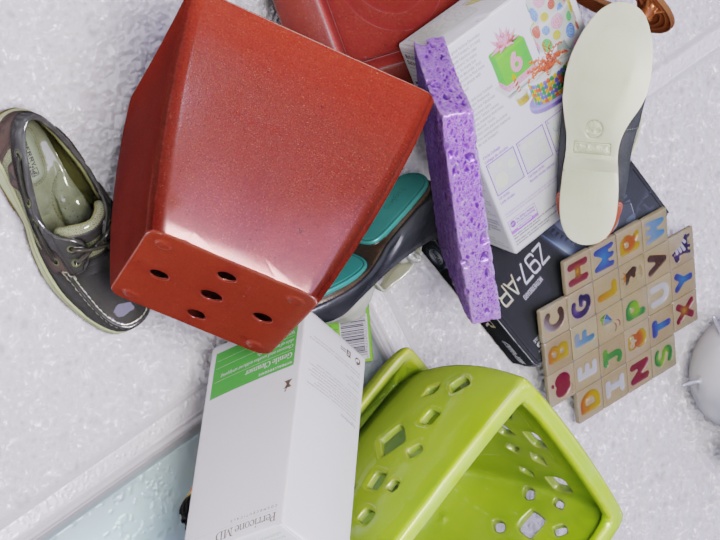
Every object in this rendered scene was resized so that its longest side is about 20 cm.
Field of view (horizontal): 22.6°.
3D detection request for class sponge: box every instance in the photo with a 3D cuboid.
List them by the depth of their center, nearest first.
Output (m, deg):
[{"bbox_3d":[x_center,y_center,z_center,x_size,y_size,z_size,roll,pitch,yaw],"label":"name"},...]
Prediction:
[{"bbox_3d":[0.075,-0.070,1.419,0.029,0.112,0.202,-12,127,-3],"label":"sponge"}]

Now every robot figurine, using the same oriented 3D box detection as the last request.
[{"bbox_3d":[0.391,0.107,1.700,0.198,0.113,0.171,22,82,-26],"label":"robot figurine"}]

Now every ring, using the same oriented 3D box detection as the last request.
[{"bbox_3d":[0.176,-0.253,1.522,0.200,0.200,0.019,35,88,-24],"label":"ring"}]

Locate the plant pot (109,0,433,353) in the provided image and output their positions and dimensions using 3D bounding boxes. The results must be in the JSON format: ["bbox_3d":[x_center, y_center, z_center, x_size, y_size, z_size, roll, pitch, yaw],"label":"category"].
[{"bbox_3d":[-0.086,-0.055,1.352,0.198,0.200,0.178,22,64,-12],"label":"plant pot"}]

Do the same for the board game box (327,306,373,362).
[{"bbox_3d":[-0.042,-0.018,1.520,0.095,0.030,0.203,-7,99,-27],"label":"board game box"}]

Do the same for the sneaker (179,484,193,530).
[{"bbox_3d":[-0.073,0.224,1.497,0.201,0.069,0.091,58,35,-32],"label":"sneaker"}]

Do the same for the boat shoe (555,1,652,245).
[{"bbox_3d":[0.201,-0.121,1.494,0.070,0.063,0.203,9,99,12],"label":"boat shoe"}]

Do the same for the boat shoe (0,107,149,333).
[{"bbox_3d":[-0.224,-0.035,1.403,0.071,0.066,0.202,-35,107,-20],"label":"boat shoe"}]

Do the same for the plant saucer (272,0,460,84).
[{"bbox_3d":[0.018,-0.249,1.496,0.198,0.037,0.202,-20,88,-29],"label":"plant saucer"}]

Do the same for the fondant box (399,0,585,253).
[{"bbox_3d":[0.133,-0.139,1.512,0.144,0.058,0.201,-37,123,-21],"label":"fondant box"}]

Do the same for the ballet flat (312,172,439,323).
[{"bbox_3d":[0.000,0.000,1.493,0.200,0.073,0.073,-42,110,-27],"label":"ballet flat"}]

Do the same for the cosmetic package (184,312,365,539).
[{"bbox_3d":[-0.064,0.145,1.396,0.085,0.107,0.202,42,37,-35],"label":"cosmetic package"}]

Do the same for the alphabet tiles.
[{"bbox_3d":[0.237,0.041,1.640,0.199,0.006,0.168,-27,123,-31],"label":"alphabet tiles"}]

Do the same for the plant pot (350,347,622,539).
[{"bbox_3d":[0.064,0.195,1.487,0.200,0.181,0.199,-50,128,-16],"label":"plant pot"}]

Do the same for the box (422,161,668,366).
[{"bbox_3d":[0.163,-0.041,1.613,0.200,0.043,0.161,-46,111,-17],"label":"box"}]
